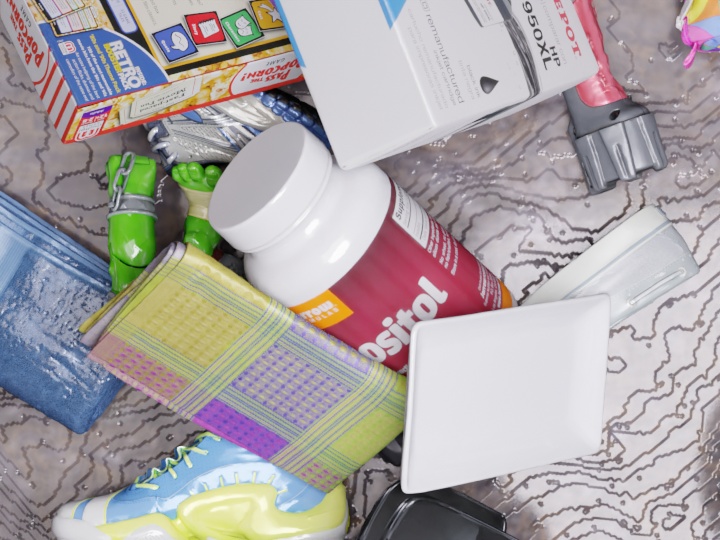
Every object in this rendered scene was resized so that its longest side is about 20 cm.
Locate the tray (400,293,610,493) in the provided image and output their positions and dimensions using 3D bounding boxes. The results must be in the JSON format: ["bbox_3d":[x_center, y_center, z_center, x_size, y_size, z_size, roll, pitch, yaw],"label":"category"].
[{"bbox_3d":[0.088,0.074,1.571,0.022,0.200,0.108,12,103,40],"label":"tray"}]

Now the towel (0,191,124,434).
[{"bbox_3d":[-0.239,0.016,1.696,0.200,0.049,0.112,34,92,3],"label":"towel"}]

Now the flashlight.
[{"bbox_3d":[0.153,-0.156,1.665,0.068,0.068,0.201,-20,87,0],"label":"flashlight"}]

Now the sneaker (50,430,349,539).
[{"bbox_3d":[-0.108,0.139,1.680,0.199,0.076,0.105,1,80,-9],"label":"sneaker"}]

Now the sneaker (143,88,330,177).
[{"bbox_3d":[-0.121,-0.105,1.679,0.200,0.077,0.085,27,97,5],"label":"sneaker"}]

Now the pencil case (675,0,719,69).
[{"bbox_3d":[0.235,-0.240,1.654,0.088,0.088,0.201,-11,87,3],"label":"pencil case"}]

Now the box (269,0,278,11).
[{"bbox_3d":[-0.053,-0.253,1.647,0.200,0.137,0.039,49,129,2],"label":"box"}]

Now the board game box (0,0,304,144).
[{"bbox_3d":[-0.130,-0.178,1.626,0.200,0.046,0.152,-17,69,-28],"label":"board game box"}]

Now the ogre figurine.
[{"bbox_3d":[-0.086,0.011,1.654,0.200,0.098,0.120,31,67,-33],"label":"ogre figurine"}]

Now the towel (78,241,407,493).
[{"bbox_3d":[-0.069,0.061,1.582,0.200,0.144,0.023,31,48,-14],"label":"towel"}]

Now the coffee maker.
[{"bbox_3d":[0.009,0.224,1.584,0.191,0.200,0.135,6,63,-13],"label":"coffee maker"}]

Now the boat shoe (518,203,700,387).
[{"bbox_3d":[0.140,0.042,1.662,0.201,0.070,0.072,-40,84,0],"label":"boat shoe"}]

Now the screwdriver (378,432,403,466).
[{"bbox_3d":[-0.040,0.062,1.702,0.200,0.029,0.028,41,93,12],"label":"screwdriver"}]

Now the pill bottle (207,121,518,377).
[{"bbox_3d":[0.000,0.000,1.590,0.113,0.113,0.200,-48,118,2],"label":"pill bottle"}]

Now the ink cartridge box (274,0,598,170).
[{"bbox_3d":[0.047,-0.160,1.580,0.084,0.200,0.145,-22,90,38],"label":"ink cartridge box"}]
